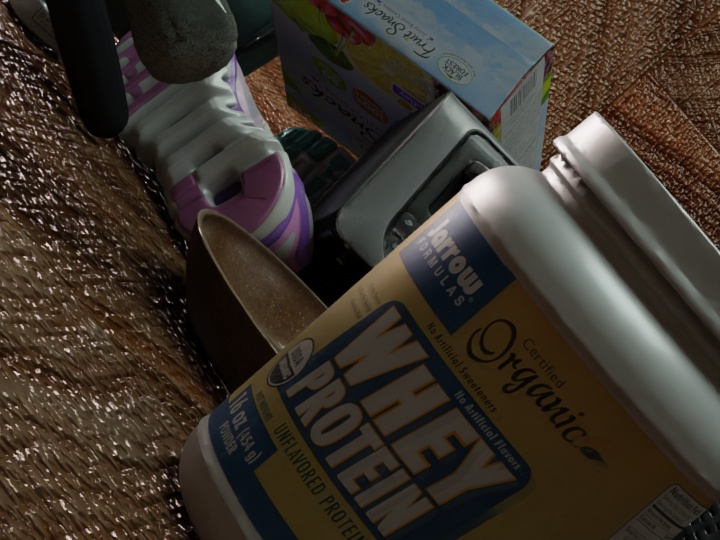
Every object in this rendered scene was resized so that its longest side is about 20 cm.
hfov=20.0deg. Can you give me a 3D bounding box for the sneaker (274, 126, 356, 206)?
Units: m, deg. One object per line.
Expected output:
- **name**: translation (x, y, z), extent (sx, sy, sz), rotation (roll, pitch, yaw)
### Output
- **sneaker**: translation (0.000, 0.000, 1.307), extent (0.201, 0.077, 0.091), rotation (57, -3, 2)

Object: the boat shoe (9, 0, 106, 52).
- **boat shoe**: translation (-0.173, -0.191, 1.185), extent (0.072, 0.071, 0.200), rotation (43, 9, -38)

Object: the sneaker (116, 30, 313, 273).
- **sneaker**: translation (-0.078, -0.064, 1.120), extent (0.089, 0.080, 0.201), rotation (51, 8, -48)

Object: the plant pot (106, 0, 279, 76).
- **plant pot**: translation (-0.113, -0.227, 1.330), extent (0.197, 0.199, 0.200), rotation (56, 7, 1)

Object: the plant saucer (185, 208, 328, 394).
- **plant saucer**: translation (-0.021, 0.058, 0.960), extent (0.201, 0.037, 0.200), rotation (49, 7, -8)

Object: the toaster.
- **toaster**: translation (0.056, 0.011, 1.160), extent (0.181, 0.119, 0.200), rotation (45, -15, -6)

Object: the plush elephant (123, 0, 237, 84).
- **plush elephant**: translation (-0.166, -0.163, 0.863), extent (0.154, 0.164, 0.202), rotation (-10, -90, 57)

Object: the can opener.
- **can opener**: translation (-0.144, -0.158, 1.012), extent (0.064, 0.078, 0.202), rotation (-97, 180, -63)

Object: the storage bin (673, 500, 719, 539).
- **storage bin**: translation (0.244, 0.197, 1.357), extent (0.200, 0.093, 0.136), rotation (64, 4, -66)

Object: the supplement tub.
- **supplement tub**: translation (0.049, 0.055, 0.736), extent (0.145, 0.200, 0.145), rotation (47, 7, -8)

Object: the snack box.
- **snack box**: translation (0.030, -0.116, 1.234), extent (0.168, 0.068, 0.200), rotation (37, -14, 15)
